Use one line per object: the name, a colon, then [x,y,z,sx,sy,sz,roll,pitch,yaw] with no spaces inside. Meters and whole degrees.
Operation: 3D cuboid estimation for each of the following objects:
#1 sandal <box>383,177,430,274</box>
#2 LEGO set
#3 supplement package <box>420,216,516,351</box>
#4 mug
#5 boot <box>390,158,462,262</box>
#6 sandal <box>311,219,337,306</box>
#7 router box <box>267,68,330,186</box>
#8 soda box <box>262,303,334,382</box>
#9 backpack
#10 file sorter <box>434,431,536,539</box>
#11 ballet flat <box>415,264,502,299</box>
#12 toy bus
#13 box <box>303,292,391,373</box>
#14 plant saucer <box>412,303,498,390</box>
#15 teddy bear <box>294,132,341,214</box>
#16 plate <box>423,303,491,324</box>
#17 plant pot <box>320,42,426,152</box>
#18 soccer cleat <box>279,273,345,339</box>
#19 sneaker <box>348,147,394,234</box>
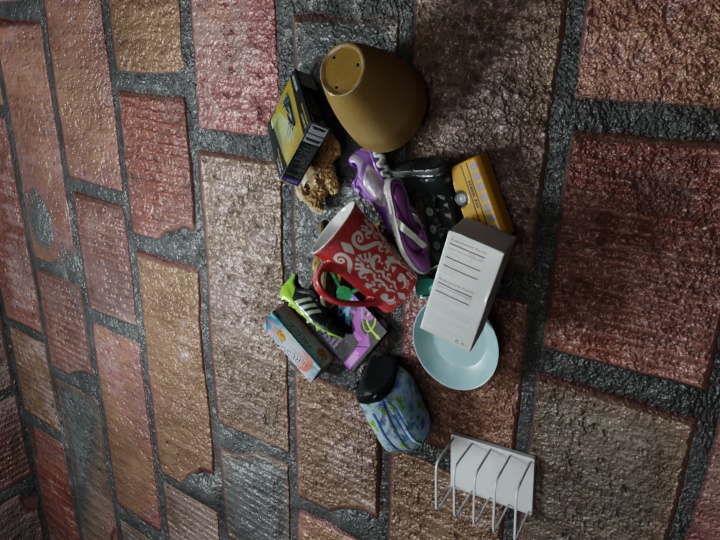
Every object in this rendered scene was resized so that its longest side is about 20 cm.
sandal: [0.101,-0.087,1.145,0.049,0.082,0.208,-12,109,41]
LEGO set: [0.008,-0.037,1.295,0.197,0.117,0.155,-30,107,24]
supplement package: [0.201,0.023,1.077,0.107,0.113,0.206,22,115,18]
mug: [0.000,-0.005,1.167,0.199,0.134,0.178,41,96,-15]
boot: [0.143,-0.121,1.187,0.163,0.065,0.205,18,133,55]
sandal: [-0.087,-0.016,1.342,0.052,0.080,0.208,-10,77,23]
router box: [-0.141,-0.315,1.259,0.158,0.051,0.204,-53,40,35]
soda box: [-0.162,0.188,1.490,0.200,0.068,0.064,46,125,12]
backpack: [0.079,0.321,1.322,0.149,0.164,0.207,-5,110,20]
file sorter: [0.268,0.471,1.255,0.195,0.123,0.144,9,110,32]
ballet flat: [0.196,0.017,1.191,0.195,0.067,0.073,-7,95,35]
toy bus: [0.241,-0.116,1.117,0.077,0.065,0.206,-19,94,35]
box: [-0.038,0.122,1.385,0.200,0.036,0.144,46,110,15]
plant saucer: [0.205,0.150,1.215,0.196,0.038,0.208,11,110,32]
teddy bear: [-0.095,-0.229,1.318,0.144,0.065,0.207,30,123,44]
plate: [0.209,0.152,1.252,0.195,0.025,0.207,11,111,31]
plant pot: [0.010,-0.345,1.085,0.180,0.199,0.194,-2,84,25]
soccer cleat: [-0.107,0.085,1.361,0.198,0.067,0.082,36,91,16]
sneaker: [0.029,-0.170,1.210,0.086,0.081,0.207,-17,83,2]
